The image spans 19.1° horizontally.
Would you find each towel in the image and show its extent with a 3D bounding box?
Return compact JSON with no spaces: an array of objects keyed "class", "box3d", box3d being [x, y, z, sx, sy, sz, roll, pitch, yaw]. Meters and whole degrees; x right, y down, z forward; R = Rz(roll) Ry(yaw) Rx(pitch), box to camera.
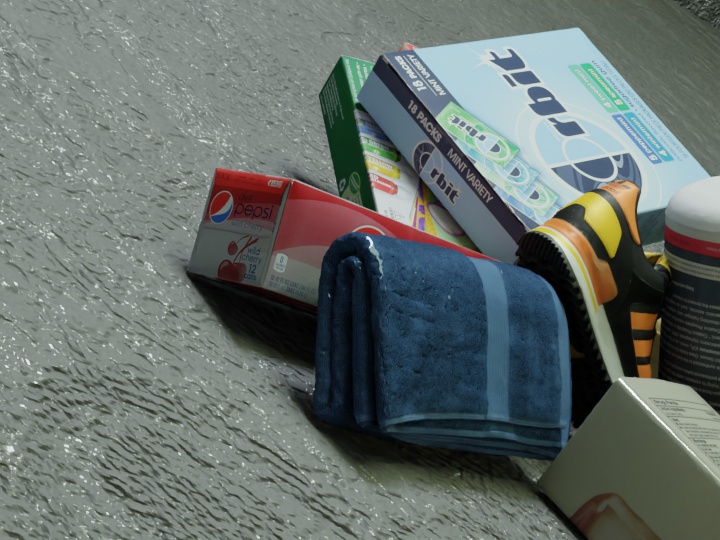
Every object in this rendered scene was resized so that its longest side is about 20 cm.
[{"class":"towel","box3d":[0.053,0.044,1.183,0.048,0.112,0.200,-7,-12,38]}]

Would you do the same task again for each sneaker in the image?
[{"class":"sneaker","box3d":[0.165,0.035,1.323,0.070,0.090,0.201,30,-30,47]}]

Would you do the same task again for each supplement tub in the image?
[{"class":"supplement tub","box3d":[0.259,0.048,1.354,0.140,0.201,0.140,1,13,0]}]

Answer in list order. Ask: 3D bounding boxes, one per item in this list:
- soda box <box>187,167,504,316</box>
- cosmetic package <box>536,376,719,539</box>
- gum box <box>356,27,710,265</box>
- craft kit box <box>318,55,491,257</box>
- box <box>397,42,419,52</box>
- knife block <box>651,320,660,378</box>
[{"class":"soda box","box3d":[0.000,0.000,1.227,0.070,0.064,0.200,10,-7,45]},{"class":"cosmetic package","box3d":[0.209,0.160,1.218,0.200,0.087,0.103,48,21,30]},{"class":"gum box","box3d":[0.122,-0.083,1.428,0.199,0.045,0.170,-12,55,-43]},{"class":"craft kit box","box3d":[0.080,-0.045,1.427,0.197,0.049,0.201,14,41,-26]},{"class":"box","box3d":[0.096,-0.075,1.620,0.199,0.095,0.103,27,18,-32]},{"class":"knife block","box3d":[0.115,0.006,1.493,0.175,0.064,0.200,20,24,-44]}]
